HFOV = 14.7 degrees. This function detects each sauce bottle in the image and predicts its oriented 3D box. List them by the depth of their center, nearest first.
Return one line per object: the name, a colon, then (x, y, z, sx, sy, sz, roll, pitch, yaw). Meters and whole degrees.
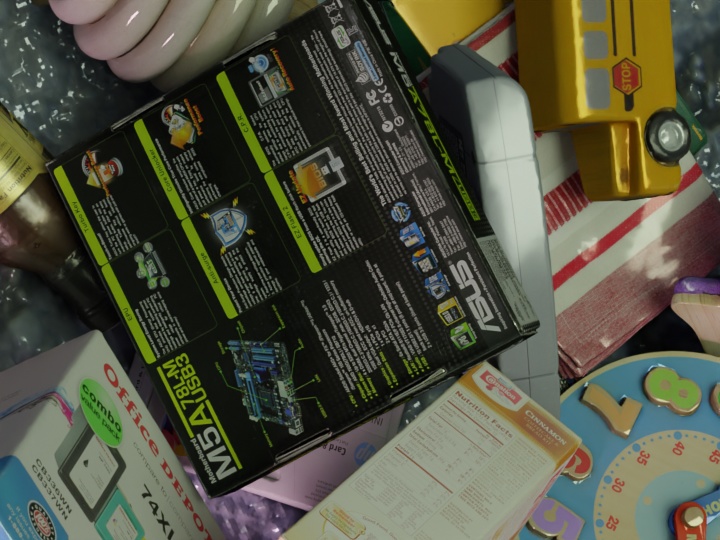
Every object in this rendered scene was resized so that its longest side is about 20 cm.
sauce bottle: (-0.195, -0.048, 1.485, 0.200, 0.065, 0.065, 48, 71, -21)

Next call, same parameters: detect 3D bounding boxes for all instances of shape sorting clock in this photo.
shape sorting clock: (0.183, 0.142, 1.585, 0.199, 0.039, 0.201, 3, 74, -10)

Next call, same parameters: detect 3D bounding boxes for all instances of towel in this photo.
towel: (0.124, -0.057, 1.604, 0.144, 0.023, 0.200, -38, 107, -21)

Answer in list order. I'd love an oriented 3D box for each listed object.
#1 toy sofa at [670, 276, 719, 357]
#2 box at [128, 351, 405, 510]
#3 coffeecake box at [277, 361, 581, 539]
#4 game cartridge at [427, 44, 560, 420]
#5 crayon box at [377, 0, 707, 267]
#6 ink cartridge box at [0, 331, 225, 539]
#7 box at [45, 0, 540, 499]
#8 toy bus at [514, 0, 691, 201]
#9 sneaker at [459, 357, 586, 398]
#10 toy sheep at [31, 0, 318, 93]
toy sofa: (0.253, 0.021, 1.657, 0.200, 0.097, 0.083, 54, 44, -58)
box: (-0.039, 0.026, 1.576, 0.156, 0.041, 0.201, 20, 80, -25)
coffeecake box: (0.009, 0.156, 1.422, 0.073, 0.154, 0.200, 39, 39, 11)
game cartridge: (0.072, -0.014, 1.503, 0.041, 0.133, 0.201, -10, 105, -12)
crayon box: (0.099, -0.115, 1.635, 0.119, 0.058, 0.200, -44, 109, -19)
ink cartridge box: (-0.178, 0.153, 1.387, 0.146, 0.200, 0.147, -25, 105, 19)
box: (-0.036, -0.013, 1.442, 0.193, 0.047, 0.200, -29, 84, 18)
toy bus: (0.131, -0.139, 1.563, 0.078, 0.065, 0.201, -3, 89, -26)
sneaker: (0.129, 0.116, 1.646, 0.078, 0.075, 0.201, -24, 102, -28)
toy sheep: (-0.107, -0.160, 1.490, 0.199, 0.138, 0.138, 19, 82, -26)
